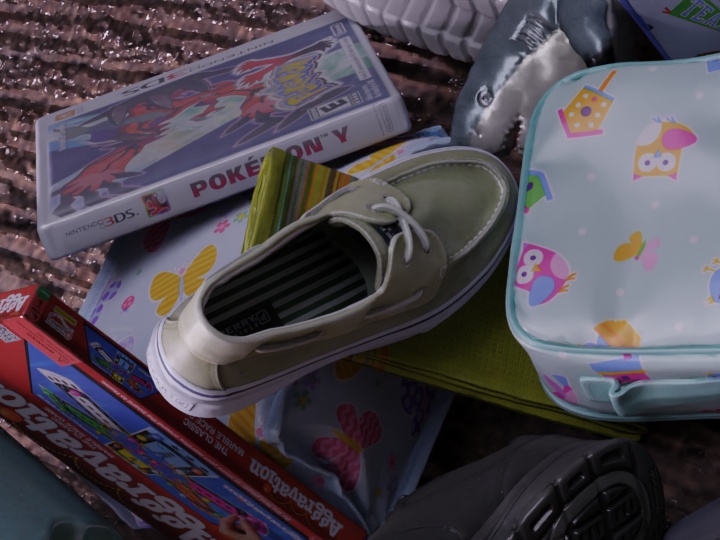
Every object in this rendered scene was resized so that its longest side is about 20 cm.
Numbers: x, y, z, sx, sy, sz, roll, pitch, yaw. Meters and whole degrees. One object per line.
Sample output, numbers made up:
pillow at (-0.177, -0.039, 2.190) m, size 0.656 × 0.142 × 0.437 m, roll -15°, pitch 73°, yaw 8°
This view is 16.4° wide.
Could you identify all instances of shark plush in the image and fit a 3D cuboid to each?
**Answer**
shark plush at (0.089, -0.150, 1.179) m, size 0.083 × 0.091 × 0.200 m, roll -1°, pitch 82°, yaw 19°

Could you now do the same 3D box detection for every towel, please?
towel at (0.042, 0.011, 1.118) m, size 0.018 × 0.200 × 0.086 m, roll 138°, pitch 146°, yaw -61°

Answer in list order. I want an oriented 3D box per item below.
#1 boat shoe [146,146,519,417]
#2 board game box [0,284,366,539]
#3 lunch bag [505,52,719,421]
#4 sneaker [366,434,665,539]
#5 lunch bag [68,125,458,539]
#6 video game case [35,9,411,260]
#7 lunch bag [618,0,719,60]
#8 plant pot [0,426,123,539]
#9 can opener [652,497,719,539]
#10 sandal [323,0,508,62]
boat shoe at (0.000, 0.000, 1.059) m, size 0.200 × 0.072 × 0.062 m, roll -33°, pitch -7°, yaw -32°
board game box at (-0.099, 0.074, 1.100) m, size 0.103 × 0.200 × 0.019 m, roll -10°, pitch 48°, yaw 50°
lunch bag at (0.162, -0.010, 1.080) m, size 0.200 × 0.077 × 0.160 m, roll -2°, pitch 63°, yaw 20°
sneaker at (0.030, 0.130, 1.036) m, size 0.200 × 0.076 × 0.091 m, roll -27°, pitch 21°, yaw -25°
lunch bag at (-0.035, 0.024, 1.200) m, size 0.170 × 0.127 × 0.200 m, roll -2°, pitch 55°, yaw 39°
video game case at (-0.076, -0.074, 1.258) m, size 0.182 × 0.023 × 0.200 m, roll -20°, pitch 20°, yaw -1°
lunch bag at (0.181, -0.157, 1.093) m, size 0.160 × 0.200 × 0.076 m, roll -7°, pitch 52°, yaw 36°
plant pot at (-0.224, 0.125, 1.129) m, size 0.196 × 0.200 × 0.200 m, roll 33°, pitch 86°, yaw 24°
can opener at (0.179, 0.105, 1.030) m, size 0.200 × 0.063 × 0.079 m, roll -24°, pitch 24°, yaw 28°
sandal at (0.037, -0.151, 1.270) m, size 0.203 × 0.082 × 0.050 m, roll 26°, pitch 62°, yaw 17°
